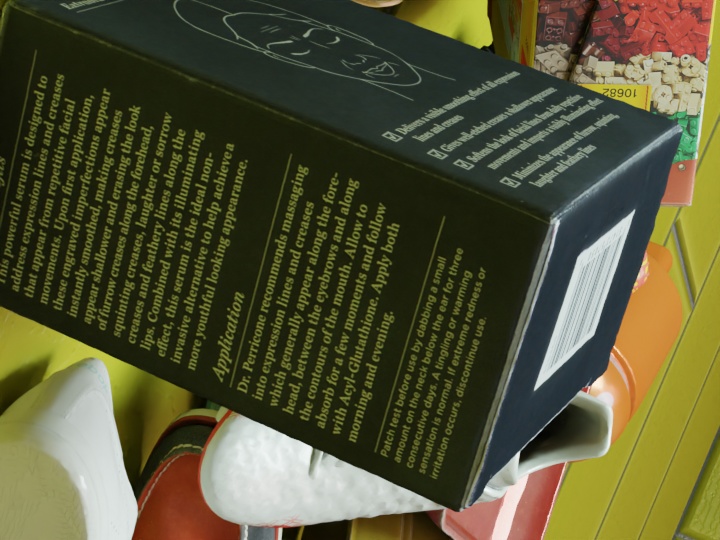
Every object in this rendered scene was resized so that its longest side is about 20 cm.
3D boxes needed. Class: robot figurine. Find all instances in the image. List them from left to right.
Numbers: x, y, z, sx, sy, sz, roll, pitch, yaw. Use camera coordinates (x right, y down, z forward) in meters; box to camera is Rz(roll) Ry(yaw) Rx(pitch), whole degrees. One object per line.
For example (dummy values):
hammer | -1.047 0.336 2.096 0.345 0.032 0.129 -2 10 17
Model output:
robot figurine | 0.152 0.055 1.498 0.144 0.117 0.200 -30 -163 46

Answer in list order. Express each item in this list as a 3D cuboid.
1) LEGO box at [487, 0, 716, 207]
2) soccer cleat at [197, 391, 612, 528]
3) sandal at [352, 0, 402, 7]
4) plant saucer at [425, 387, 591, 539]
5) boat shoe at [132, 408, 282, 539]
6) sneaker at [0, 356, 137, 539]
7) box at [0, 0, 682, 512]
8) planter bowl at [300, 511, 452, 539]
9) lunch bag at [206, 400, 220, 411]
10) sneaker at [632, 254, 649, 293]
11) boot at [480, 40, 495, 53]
LEGO box | 0.107 -0.141 0.981 0.200 0.077 0.149 -93 -176 -59
soccer cleat | 0.022 0.072 0.922 0.200 0.085 0.069 -6 103 -40
sandal | 0.012 -0.140 0.874 0.080 0.054 0.200 -39 172 7
plant saucer | 0.081 0.054 1.125 0.200 0.037 0.200 48 58 -66
boat shoe | -0.087 0.153 0.963 0.063 0.071 0.200 -45 157 -56
sneaker | -0.116 0.128 0.849 0.089 0.075 0.200 -63 166 -59
box | -0.013 -0.023 0.742 0.148 0.200 0.107 -32 141 -62
planter bowl | 0.011 0.187 1.150 0.200 0.083 0.201 -166 -90 -82
lunch bag | 0.000 0.000 1.027 0.160 0.077 0.200 -36 144 -63
sneaker | 0.021 0.000 0.907 0.073 0.199 0.077 -87 179 -68
boot | 0.069 -0.019 1.207 0.158 0.079 0.212 39 63 -80
